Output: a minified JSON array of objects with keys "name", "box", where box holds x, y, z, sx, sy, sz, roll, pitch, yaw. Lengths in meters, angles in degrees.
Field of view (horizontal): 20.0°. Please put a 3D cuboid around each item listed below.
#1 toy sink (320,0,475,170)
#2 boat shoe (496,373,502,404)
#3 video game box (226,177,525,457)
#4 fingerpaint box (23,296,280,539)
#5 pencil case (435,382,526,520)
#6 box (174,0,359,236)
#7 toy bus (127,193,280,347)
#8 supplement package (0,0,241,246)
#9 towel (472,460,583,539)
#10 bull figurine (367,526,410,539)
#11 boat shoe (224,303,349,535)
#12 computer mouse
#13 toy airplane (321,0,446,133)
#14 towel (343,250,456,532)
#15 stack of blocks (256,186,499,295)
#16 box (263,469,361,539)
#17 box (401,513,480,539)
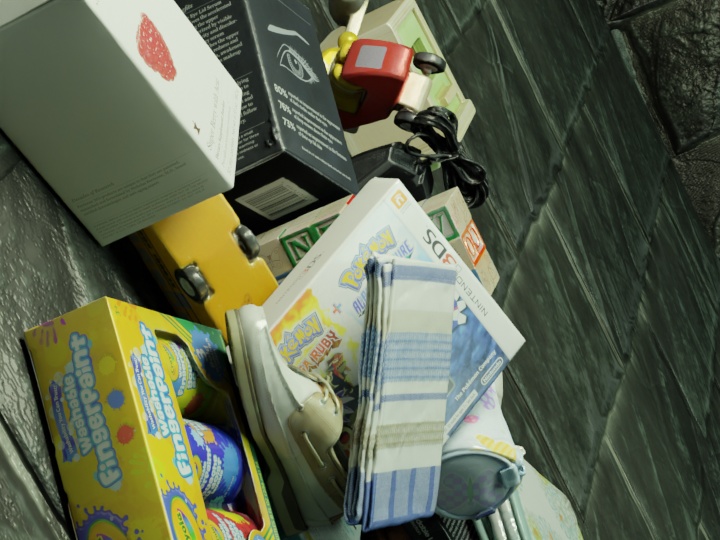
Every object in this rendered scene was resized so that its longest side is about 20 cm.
[{"name":"toy sink","box":[0.046,-0.168,2.134,0.201,0.112,0.130,63,20,-13]},{"name":"boat shoe","box":[0.074,0.142,1.853,0.068,0.072,0.201,10,95,-48]},{"name":"video game box","box":[0.012,0.061,1.569,0.182,0.047,0.200,49,67,-22]},{"name":"fingerpaint box","box":[-0.133,0.131,1.385,0.167,0.073,0.201,23,47,-64]},{"name":"pencil case","box":[0.078,0.109,1.689,0.083,0.090,0.200,53,17,-38]},{"name":"box","box":[-0.096,-0.147,1.749,0.148,0.104,0.201,30,40,-59]},{"name":"toy bus","box":[-0.102,0.024,1.566,0.065,0.078,0.200,-40,112,-24]},{"name":"supplement package","box":[-0.188,-0.141,1.473,0.200,0.119,0.122,52,25,-36]},{"name":"towel","box":[0.151,0.245,1.746,0.171,0.048,0.200,45,23,-48]},{"name":"bull figurine","box":[0.067,0.269,1.779,0.200,0.065,0.122,58,17,-31]},{"name":"boat shoe","box":[-0.047,0.101,1.464,0.075,0.068,0.200,-105,179,-52]},{"name":"computer mouse","box":[0.009,-0.066,1.827,0.053,0.200,0.139,58,1,41]},{"name":"toy airplane","box":[-0.029,-0.172,1.888,0.141,0.199,0.200,24,29,-24]},{"name":"towel","box":[0.031,0.088,1.508,0.147,0.024,0.201,3,91,-66]},{"name":"stack of blocks","box":[0.000,0.000,1.693,0.115,0.199,0.059,64,20,-11]},{"name":"box","box":[-0.038,0.179,1.620,0.082,0.049,0.200,59,21,-26]},{"name":"box","box":[0.072,0.204,1.726,0.200,0.036,0.143,58,18,-7]}]
